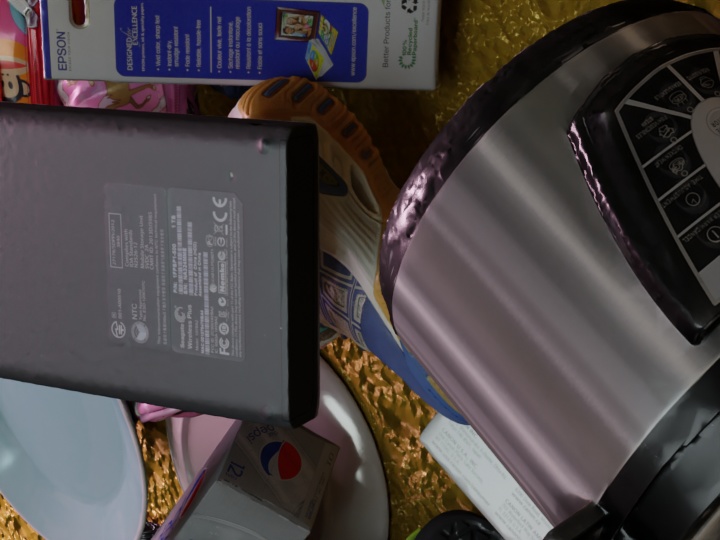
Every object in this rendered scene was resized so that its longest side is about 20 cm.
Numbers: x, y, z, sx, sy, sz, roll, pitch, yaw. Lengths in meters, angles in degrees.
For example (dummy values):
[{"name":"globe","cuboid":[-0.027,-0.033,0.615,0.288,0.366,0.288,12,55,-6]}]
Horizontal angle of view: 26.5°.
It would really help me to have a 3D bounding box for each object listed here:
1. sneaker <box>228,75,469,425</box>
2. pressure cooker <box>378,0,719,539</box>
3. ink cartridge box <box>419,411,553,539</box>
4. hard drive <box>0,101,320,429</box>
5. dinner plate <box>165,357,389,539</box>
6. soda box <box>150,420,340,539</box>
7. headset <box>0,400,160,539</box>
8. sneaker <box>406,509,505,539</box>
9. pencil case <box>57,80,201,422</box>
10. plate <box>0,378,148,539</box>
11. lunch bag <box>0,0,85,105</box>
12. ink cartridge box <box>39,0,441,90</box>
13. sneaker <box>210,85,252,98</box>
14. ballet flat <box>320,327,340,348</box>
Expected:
[{"name":"sneaker","cuboid":[0.000,0.000,0.761,0.201,0.075,0.088,53,136,8]},{"name":"pressure cooker","cuboid":[0.126,0.024,0.546,0.176,0.178,0.200,-51,61,21]},{"name":"ink cartridge box","cuboid":[0.143,0.071,0.738,0.163,0.057,0.201,47,113,20]},{"name":"hard drive","cuboid":[-0.113,-0.007,0.746,0.198,0.033,0.142,7,104,27]},{"name":"dinner plate","cuboid":[-0.063,0.126,0.963,0.199,0.024,0.203,20,119,39]},{"name":"soda box","cuboid":[-0.087,0.167,0.924,0.063,0.069,0.201,29,132,-7]},{"name":"headset","cuboid":[-0.181,0.110,1.015,0.093,0.124,0.202,16,134,17]},{"name":"sneaker","cuboid":[0.101,0.208,0.822,0.200,0.071,0.083,48,163,17]},{"name":"pencil case","cuboid":[-0.105,-0.022,0.820,0.085,0.083,0.203,-16,83,6]},{"name":"plate","cuboid":[-0.180,0.076,0.875,0.199,0.025,0.202,26,130,35]},{"name":"lunch bag","cuboid":[-0.199,-0.095,0.896,0.081,0.177,0.202,3,119,0]},{"name":"ink cartridge box","cuboid":[-0.057,-0.141,0.752,0.037,0.197,0.096,-99,10,-66]},{"name":"sneaker","cuboid":[-0.077,-0.194,0.821,0.085,0.076,0.203,6,102,50]},{"name":"ballet flat","cuboid":[-0.076,-0.012,0.898,0.199,0.076,0.064,38,161,26]}]
